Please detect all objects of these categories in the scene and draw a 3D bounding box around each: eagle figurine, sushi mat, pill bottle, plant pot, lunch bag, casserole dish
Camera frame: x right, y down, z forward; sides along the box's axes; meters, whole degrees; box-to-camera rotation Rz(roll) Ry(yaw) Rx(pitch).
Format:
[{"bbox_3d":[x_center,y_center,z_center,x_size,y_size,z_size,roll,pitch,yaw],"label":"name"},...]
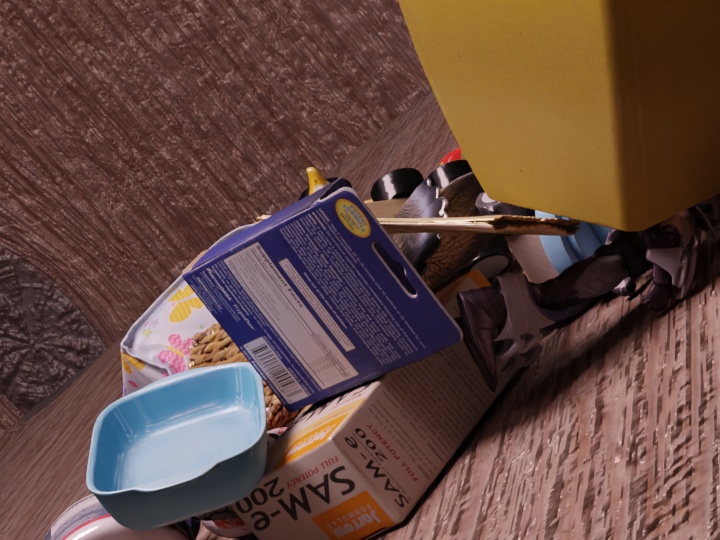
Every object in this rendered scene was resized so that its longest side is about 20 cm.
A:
[{"bbox_3d":[-0.002,-0.006,1.514,0.198,0.151,0.153,-2,55,22],"label":"eagle figurine"},{"bbox_3d":[0.034,-0.029,1.355,0.199,0.012,0.095,1,-1,41],"label":"sushi mat"},{"bbox_3d":[-0.163,0.214,1.465,0.119,0.120,0.200,-40,7,-5],"label":"pill bottle"},{"bbox_3d":[0.157,-0.136,1.314,0.199,0.178,0.199,-24,25,-35],"label":"plant pot"},{"bbox_3d":[-0.112,0.068,1.895,0.200,0.127,0.170,-49,-15,-30],"label":"lunch bag"},{"bbox_3d":[-0.115,0.116,1.402,0.120,0.039,0.200,-18,17,1],"label":"casserole dish"}]

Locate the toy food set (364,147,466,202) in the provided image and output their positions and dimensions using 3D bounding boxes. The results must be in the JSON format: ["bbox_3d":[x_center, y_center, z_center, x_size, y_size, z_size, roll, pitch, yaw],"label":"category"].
[{"bbox_3d":[0.087,-0.070,1.932,0.197,0.049,0.200,-14,-15,-40],"label":"toy food set"}]

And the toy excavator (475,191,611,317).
[{"bbox_3d":[0.208,-0.068,1.457,0.199,0.100,0.195,-15,24,42],"label":"toy excavator"}]

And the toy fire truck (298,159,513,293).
[{"bbox_3d":[0.013,-0.002,1.799,0.175,0.129,0.200,-10,-31,-23],"label":"toy fire truck"}]

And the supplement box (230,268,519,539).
[{"bbox_3d":[0.016,0.099,1.425,0.126,0.074,0.200,-33,10,45],"label":"supplement box"}]

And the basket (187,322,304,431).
[{"bbox_3d":[-0.041,0.109,1.699,0.200,0.148,0.144,-30,45,52],"label":"basket"}]

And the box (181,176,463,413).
[{"bbox_3d":[-0.020,0.015,1.351,0.032,0.121,0.200,-45,12,-36],"label":"box"}]

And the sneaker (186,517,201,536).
[{"bbox_3d":[-0.158,0.191,1.666,0.078,0.070,0.200,-47,-3,-29],"label":"sneaker"}]

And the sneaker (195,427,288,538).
[{"bbox_3d":[-0.098,0.152,1.539,0.107,0.068,0.201,1,-14,-33],"label":"sneaker"}]

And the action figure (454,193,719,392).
[{"bbox_3d":[0.156,0.000,1.351,0.199,0.070,0.130,-28,0,-3],"label":"action figure"}]
